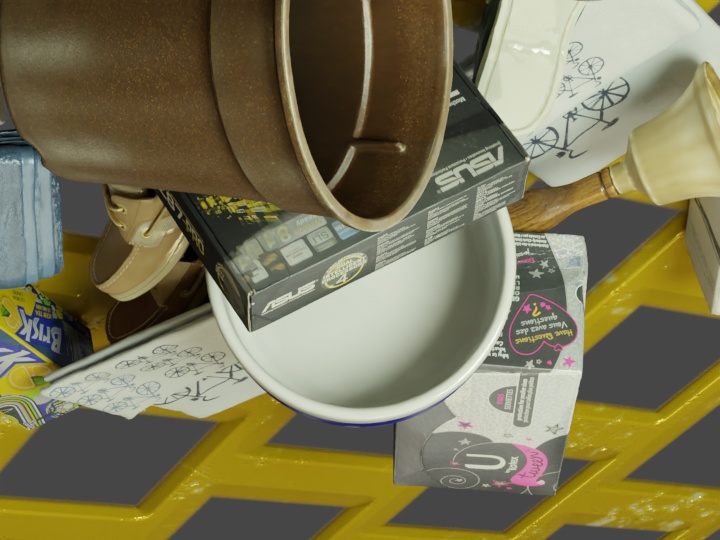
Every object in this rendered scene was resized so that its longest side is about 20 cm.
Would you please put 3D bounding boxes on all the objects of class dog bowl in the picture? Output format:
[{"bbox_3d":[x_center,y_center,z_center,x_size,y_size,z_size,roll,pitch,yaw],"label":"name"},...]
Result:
[{"bbox_3d":[0.000,0.000,1.259,0.198,0.202,0.079,-14,171,-3],"label":"dog bowl"}]

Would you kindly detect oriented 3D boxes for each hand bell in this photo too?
[{"bbox_3d":[0.165,-0.060,1.342,0.198,0.105,0.104,-21,149,18],"label":"hand bell"}]

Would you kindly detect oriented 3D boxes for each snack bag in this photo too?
[{"bbox_3d":[-0.104,0.069,1.417,0.187,0.022,0.199,-24,158,24],"label":"snack bag"},{"bbox_3d":[0.161,-0.127,1.344,0.188,0.022,0.199,-32,145,23],"label":"snack bag"}]

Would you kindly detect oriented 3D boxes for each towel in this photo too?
[{"bbox_3d":[-0.291,-0.033,1.249,0.198,0.049,0.113,-8,124,-19],"label":"towel"}]

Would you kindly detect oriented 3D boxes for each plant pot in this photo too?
[{"bbox_3d":[-0.077,-0.123,1.060,0.196,0.202,0.200,1,158,28],"label":"plant pot"}]

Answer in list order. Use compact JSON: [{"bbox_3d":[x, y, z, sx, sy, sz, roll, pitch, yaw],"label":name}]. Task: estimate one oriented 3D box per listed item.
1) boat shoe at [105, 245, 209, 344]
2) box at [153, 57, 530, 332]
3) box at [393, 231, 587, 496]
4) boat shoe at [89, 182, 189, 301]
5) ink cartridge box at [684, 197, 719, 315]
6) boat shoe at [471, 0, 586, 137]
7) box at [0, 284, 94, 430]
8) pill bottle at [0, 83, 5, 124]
[{"bbox_3d":[-0.120,-0.013,1.372,0.071,0.076,0.200,27,124,-39],"label":"boat shoe"},{"bbox_3d":[-0.022,-0.072,1.179,0.199,0.162,0.049,-25,153,-18],"label":"box"},{"bbox_3d":[0.091,0.070,1.398,0.131,0.116,0.201,4,150,2],"label":"box"},{"bbox_3d":[-0.138,-0.060,1.286,0.069,0.074,0.200,13,129,-35],"label":"boat shoe"},{"bbox_3d":[0.333,-0.061,1.486,0.144,0.085,0.201,-14,147,-4],"label":"ink cartridge box"},{"bbox_3d":[0.116,-0.181,1.206,0.074,0.062,0.202,6,123,-14],"label":"boat shoe"},{"bbox_3d":[-0.267,0.043,1.391,0.070,0.065,0.200,-24,148,12],"label":"box"},{"bbox_3d":[-0.309,-0.094,1.104,0.198,0.113,0.113,-15,149,-1],"label":"pill bottle"}]
